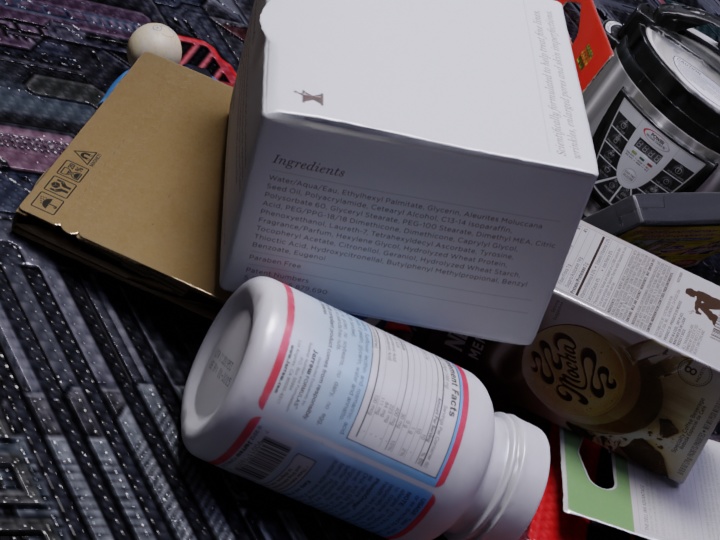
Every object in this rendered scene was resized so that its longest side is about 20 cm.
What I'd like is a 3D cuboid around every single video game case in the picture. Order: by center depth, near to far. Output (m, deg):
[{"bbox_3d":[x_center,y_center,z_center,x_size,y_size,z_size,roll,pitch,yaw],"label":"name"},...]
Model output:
[{"bbox_3d":[0.187,-0.014,1.396,0.199,0.180,0.026,-3,72,-48],"label":"video game case"}]

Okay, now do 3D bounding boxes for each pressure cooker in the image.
[{"bbox_3d":[0.265,-0.120,1.625,0.175,0.201,0.179,17,33,-33],"label":"pressure cooker"}]

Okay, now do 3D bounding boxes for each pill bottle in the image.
[{"bbox_3d":[0.005,0.090,1.102,0.199,0.109,0.109,26,29,-19],"label":"pill bottle"}]

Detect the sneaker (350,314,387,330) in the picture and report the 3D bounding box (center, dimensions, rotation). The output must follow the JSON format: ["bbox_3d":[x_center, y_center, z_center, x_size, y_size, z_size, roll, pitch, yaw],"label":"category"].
[{"bbox_3d":[0.000,0.000,1.281,0.073,0.083,0.200,25,15,11],"label":"sneaker"}]

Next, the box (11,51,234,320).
[{"bbox_3d":[-0.104,-0.054,1.217,0.162,0.021,0.200,24,39,4],"label":"box"}]

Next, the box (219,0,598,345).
[{"bbox_3d":[0.023,-0.080,1.168,0.198,0.132,0.200,10,37,-9],"label":"box"}]

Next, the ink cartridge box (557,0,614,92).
[{"bbox_3d":[0.121,-0.162,1.553,0.043,0.174,0.201,23,30,-21],"label":"ink cartridge box"}]

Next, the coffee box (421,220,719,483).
[{"bbox_3d":[0.152,0.042,1.283,0.199,0.114,0.080,25,45,7],"label":"coffee box"}]

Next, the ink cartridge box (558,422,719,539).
[{"bbox_3d":[0.220,0.164,1.302,0.198,0.048,0.146,16,30,-6],"label":"ink cartridge box"}]

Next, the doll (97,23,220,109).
[{"bbox_3d":[-0.112,-0.097,1.322,0.135,0.049,0.201,-3,45,-34],"label":"doll"}]
